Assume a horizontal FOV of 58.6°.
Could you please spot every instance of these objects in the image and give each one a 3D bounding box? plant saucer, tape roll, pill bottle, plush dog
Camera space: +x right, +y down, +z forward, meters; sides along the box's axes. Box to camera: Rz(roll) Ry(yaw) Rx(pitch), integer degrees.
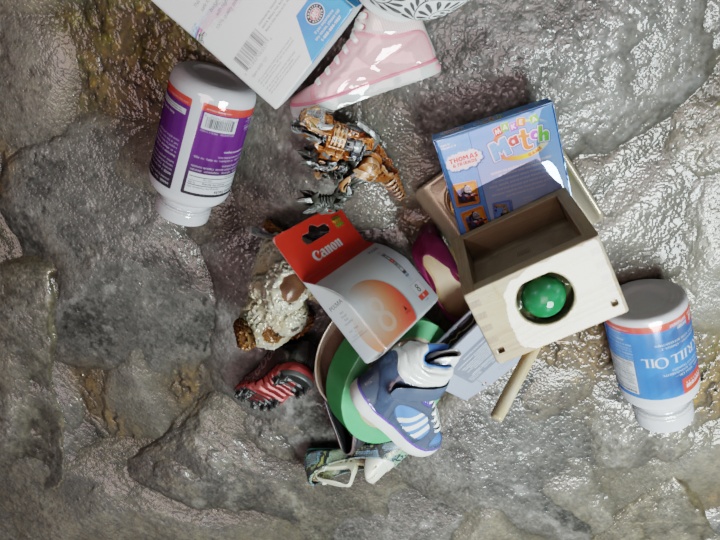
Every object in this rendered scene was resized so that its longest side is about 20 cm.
[{"bbox_3d":[0.011,0.112,0.956,0.198,0.037,0.203,-15,119,-29],"label":"plant saucer"},{"bbox_3d":[0.045,0.155,0.948,0.198,0.048,0.203,-15,119,-29],"label":"tape roll"},{"bbox_3d":[-0.216,-0.165,0.857,0.111,0.113,0.202,22,118,-3],"label":"pill bottle"},{"bbox_3d":[-0.118,0.037,0.929,0.160,0.199,0.173,36,110,27],"label":"plush dog"},{"bbox_3d":[0.415,0.124,0.906,0.111,0.113,0.202,-15,114,15],"label":"pill bottle"}]

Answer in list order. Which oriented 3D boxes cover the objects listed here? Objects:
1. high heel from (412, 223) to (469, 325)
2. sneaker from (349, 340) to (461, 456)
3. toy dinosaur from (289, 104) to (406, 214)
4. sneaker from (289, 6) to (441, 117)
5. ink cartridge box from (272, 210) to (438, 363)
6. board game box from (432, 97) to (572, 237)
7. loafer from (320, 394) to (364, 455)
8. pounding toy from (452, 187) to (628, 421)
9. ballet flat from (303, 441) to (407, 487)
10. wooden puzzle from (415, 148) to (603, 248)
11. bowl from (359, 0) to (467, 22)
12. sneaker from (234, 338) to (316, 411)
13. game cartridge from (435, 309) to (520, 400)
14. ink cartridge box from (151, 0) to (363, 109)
[{"bbox_3d":[0.127,0.034,0.913,0.067,0.096,0.201,-27,110,20],"label":"high heel"},{"bbox_3d":[0.095,0.171,0.879,0.146,0.081,0.200,-36,127,18],"label":"sneaker"},{"bbox_3d":[-0.015,-0.134,0.832,0.135,0.103,0.200,-26,121,36],"label":"toy dinosaur"},{"bbox_3d":[-0.007,-0.265,0.799,0.198,0.076,0.106,-16,111,13],"label":"sneaker"},{"bbox_3d":[0.000,0.000,0.850,0.050,0.162,0.201,-37,89,39],"label":"ink cartridge box"},{"bbox_3d":[0.191,-0.098,0.824,0.149,0.037,0.202,-15,113,11],"label":"board game box"},{"bbox_3d":[-0.029,0.208,1.033,0.071,0.063,0.202,-1,120,34],"label":"loafer"},{"bbox_3d":[0.201,0.033,0.753,0.182,0.201,0.143,-25,112,15],"label":"pounding toy"},{"bbox_3d":[-0.003,0.333,1.094,0.198,0.074,0.075,-13,114,18],"label":"ballet flat"},{"bbox_3d":[0.201,-0.084,0.871,0.199,0.046,0.186,-33,108,22],"label":"wooden puzzle"},{"bbox_3d":[0.045,-0.343,0.709,0.199,0.202,0.094,31,141,-8],"label":"bowl"},{"bbox_3d":[-0.133,0.164,1.033,0.071,0.099,0.200,35,140,-23],"label":"sneaker"},{"bbox_3d":[0.189,0.103,0.936,0.133,0.041,0.200,33,110,-35],"label":"game cartridge"},{"bbox_3d":[-0.116,-0.323,0.745,0.200,0.145,0.147,41,115,-12],"label":"ink cartridge box"}]
